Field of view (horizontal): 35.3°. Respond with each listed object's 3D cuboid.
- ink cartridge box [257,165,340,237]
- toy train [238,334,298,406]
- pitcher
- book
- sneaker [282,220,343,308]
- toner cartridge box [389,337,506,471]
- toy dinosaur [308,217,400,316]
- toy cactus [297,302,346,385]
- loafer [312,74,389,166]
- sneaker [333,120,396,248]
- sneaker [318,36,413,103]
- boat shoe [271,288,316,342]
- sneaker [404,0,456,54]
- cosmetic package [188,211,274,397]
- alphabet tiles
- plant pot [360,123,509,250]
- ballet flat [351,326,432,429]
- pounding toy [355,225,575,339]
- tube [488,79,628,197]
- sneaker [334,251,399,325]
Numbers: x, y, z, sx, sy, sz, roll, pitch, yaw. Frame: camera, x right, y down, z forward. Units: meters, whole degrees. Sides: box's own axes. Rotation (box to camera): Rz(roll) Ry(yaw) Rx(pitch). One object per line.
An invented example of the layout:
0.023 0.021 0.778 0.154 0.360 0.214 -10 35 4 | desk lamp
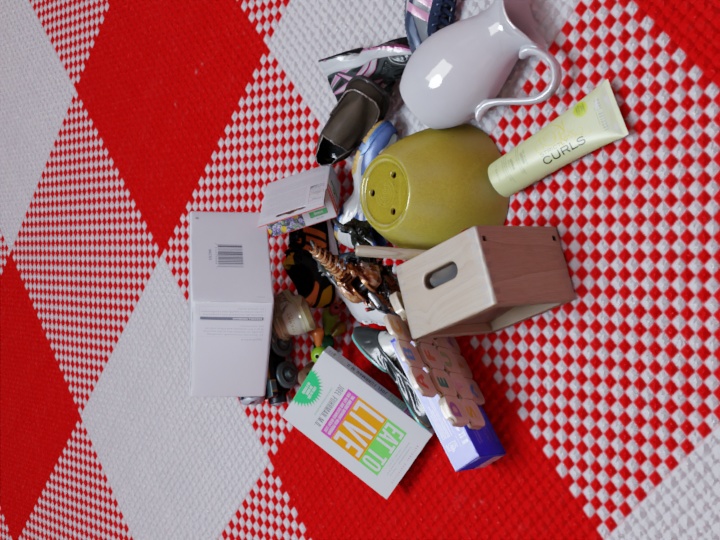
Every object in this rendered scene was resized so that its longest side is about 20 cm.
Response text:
-0.090 -0.096 1.707 0.200 0.108 0.051 -88 -21 -67 | ink cartridge box
-0.174 0.128 1.884 0.085 0.113 0.202 -20 76 48 | toy train
0.159 -0.258 1.492 0.200 0.121 0.173 -38 66 30 | pitcher
-0.001 0.222 1.673 0.199 0.048 0.134 36 116 8 | book
-0.088 -0.034 1.797 0.070 0.090 0.202 -37 64 43 | sneaker
0.119 0.173 1.544 0.043 0.095 0.201 -35 68 21 | toner cartridge box
0.000 0.000 1.545 0.102 0.200 0.136 -29 54 -2 | toy dinosaur
-0.051 0.158 1.780 0.165 0.101 0.202 158 104 -67 | toy cactus
-0.016 -0.212 1.689 0.073 0.072 0.200 32 148 -1 | loafer
0.031 -0.120 1.687 0.088 0.075 0.202 27 114 27 | sneaker
0.028 -0.292 1.683 0.199 0.080 0.087 0 111 50 | sneaker
-0.120 0.072 1.743 0.074 0.062 0.200 66 167 -1 | boat shoe
0.108 -0.378 1.576 0.082 0.070 0.202 -7 88 52 | sneaker
-0.198 0.051 1.704 0.200 0.122 0.201 -100 15 -46 | cosmetic package
0.103 0.119 1.511 0.015 0.195 0.201 -35 63 22 | alphabet tiles
0.084 -0.106 1.558 0.199 0.141 0.202 1 92 48 | plant pot
0.068 0.138 1.650 0.200 0.068 0.069 49 117 23 | ballet flat
0.132 0.004 1.473 0.199 0.183 0.143 -27 71 46 | pounding toy
0.248 -0.161 1.440 0.058 0.052 0.199 47 132 -14 | tube
0.027 0.046 1.697 0.200 0.074 0.088 40 135 46 | sneaker
